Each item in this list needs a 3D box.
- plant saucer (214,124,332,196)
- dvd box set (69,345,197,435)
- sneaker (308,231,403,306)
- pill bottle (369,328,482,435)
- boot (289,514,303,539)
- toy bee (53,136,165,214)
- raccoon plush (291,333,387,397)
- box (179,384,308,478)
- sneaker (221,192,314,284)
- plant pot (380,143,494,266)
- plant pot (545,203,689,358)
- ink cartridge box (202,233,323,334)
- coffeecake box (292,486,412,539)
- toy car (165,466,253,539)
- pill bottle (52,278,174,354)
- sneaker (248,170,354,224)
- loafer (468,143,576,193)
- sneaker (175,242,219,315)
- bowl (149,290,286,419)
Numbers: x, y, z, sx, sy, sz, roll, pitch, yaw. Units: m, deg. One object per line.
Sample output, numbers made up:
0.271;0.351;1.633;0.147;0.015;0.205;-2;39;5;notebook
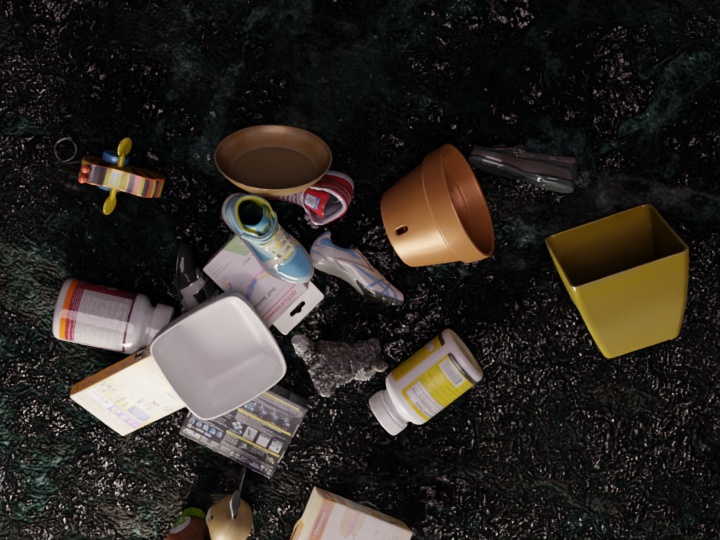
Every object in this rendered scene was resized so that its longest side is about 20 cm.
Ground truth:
-0.146;-0.179;1.592;0.196;0.202;0.036;4;129;-1;plant saucer
-0.406;0.220;1.724;0.198;0.030;0.146;-27;130;21;dvd box set
0.000;0.000;1.697;0.198;0.072;0.073;32;73;-15;sneaker
0.115;0.207;1.726;0.199;0.111;0.112;-38;102;10;pill bottle
-0.116;0.544;1.838;0.073;0.076;0.201;36;100;-6;boot
-0.441;-0.160;1.634;0.196;0.109;0.133;-3;107;1;toy bee
-0.030;0.155;1.686;0.132;0.200;0.098;-21;71;5;raccoon plush
-0.219;0.275;1.780;0.198;0.049;0.163;27;106;-6;box
-0.149;-0.050;1.589;0.200;0.130;0.080;42;81;-12;sneaker
0.126;-0.096;1.615;0.138;0.200;0.202;-21;105;24;plant pot
0.453;0.029;1.642;0.197;0.201;0.179;-18;115;5;plant pot
-0.170;0.022;1.700;0.117;0.067;0.200;-43;101;10;ink cartridge box
-0.023;0.524;1.797;0.197;0.073;0.156;25;87;-15;coffeecake box
-0.264;0.467;1.763;0.156;0.165;0.202;23;109;-6;toy car
-0.439;0.088;1.697;0.196;0.110;0.111;13;105;-7;pill bottle
-0.110;-0.134;1.632;0.196;0.113;0.072;4;117;0;sneaker
0.283;-0.189;1.649;0.197;0.072;0.064;16;85;-11;loafer
-0.283;0.041;1.708;0.087;0.074;0.203;-5;115;2;sneaker
-0.247;0.140;1.665;0.198;0.075;0.202;-29;115;3;bowl
